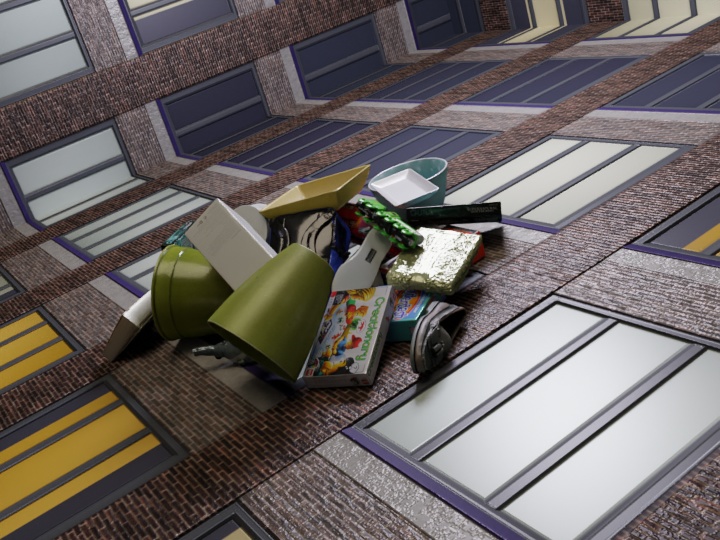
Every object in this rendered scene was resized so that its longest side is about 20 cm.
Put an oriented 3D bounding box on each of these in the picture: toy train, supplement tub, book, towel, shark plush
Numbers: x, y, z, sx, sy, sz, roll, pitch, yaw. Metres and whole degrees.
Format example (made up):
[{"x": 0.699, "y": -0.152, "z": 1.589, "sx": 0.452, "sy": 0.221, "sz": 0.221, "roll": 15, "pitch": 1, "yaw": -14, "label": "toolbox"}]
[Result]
[{"x": 0.057, "y": -0.094, "z": 1.710, "sx": 0.056, "sy": 0.042, "sz": 0.200, "roll": -1, "pitch": 27, "yaw": -35, "label": "toy train"}, {"x": -0.200, "y": -0.067, "z": 1.916, "sx": 0.143, "sy": 0.147, "sz": 0.199, "roll": -5, "pitch": -9, "yaw": 28, "label": "supplement tub"}, {"x": -0.483, "y": 0.101, "z": 1.904, "sx": 0.134, "sy": 0.048, "sz": 0.200, "roll": -49, "pitch": 5, "yaw": 33, "label": "book"}, {"x": 0.144, "y": -0.019, "z": 1.643, "sx": 0.146, "sy": 0.037, "sz": 0.200, "roll": 6, "pitch": 35, "yaw": 23, "label": "towel"}, {"x": -0.224, "y": 0.129, "z": 1.659, "sx": 0.197, "sy": 0.084, "sz": 0.091, "roll": -9, "pitch": 24, "yaw": 21, "label": "shark plush"}]

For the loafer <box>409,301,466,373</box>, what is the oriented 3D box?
[{"x": 0.133, "y": 0.106, "z": 1.459, "sx": 0.062, "sy": 0.073, "sz": 0.200, "roll": -3, "pitch": 24, "yaw": 19, "label": "loafer"}]

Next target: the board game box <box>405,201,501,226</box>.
[{"x": 0.202, "y": -0.119, "z": 1.842, "sx": 0.197, "sy": 0.029, "sz": 0.135, "roll": -3, "pitch": -3, "yaw": 9, "label": "board game box"}]

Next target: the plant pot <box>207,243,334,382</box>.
[{"x": -0.138, "y": 0.060, "z": 1.517, "sx": 0.186, "sy": 0.187, "sz": 0.201, "roll": 14, "pitch": 66, "yaw": 53, "label": "plant pot"}]

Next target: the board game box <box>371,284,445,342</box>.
[{"x": 0.044, "y": 0.079, "z": 1.618, "sx": 0.197, "sy": 0.046, "sz": 0.152, "roll": -6, "pitch": 25, "yaw": 27, "label": "board game box"}]

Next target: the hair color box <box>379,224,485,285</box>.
[{"x": 0.146, "y": -0.019, "z": 1.746, "sx": 0.199, "sy": 0.062, "sz": 0.101, "roll": -32, "pitch": 27, "yaw": -28, "label": "hair color box"}]

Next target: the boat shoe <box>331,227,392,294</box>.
[{"x": 0.000, "y": 0.000, "z": 1.703, "sx": 0.201, "sy": 0.070, "sz": 0.064, "roll": -53, "pitch": 0, "yaw": -38, "label": "boat shoe"}]

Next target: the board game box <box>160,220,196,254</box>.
[{"x": -0.393, "y": 0.007, "z": 1.924, "sx": 0.028, "sy": 0.203, "sz": 0.136, "roll": 7, "pitch": 28, "yaw": 13, "label": "board game box"}]

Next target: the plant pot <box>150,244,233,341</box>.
[{"x": -0.305, "y": 0.048, "z": 1.800, "sx": 0.190, "sy": 0.203, "sz": 0.201, "roll": 0, "pitch": 26, "yaw": 14, "label": "plant pot"}]

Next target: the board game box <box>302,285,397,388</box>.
[{"x": -0.016, "y": 0.115, "z": 1.517, "sx": 0.125, "sy": 0.035, "sz": 0.202, "roll": -7, "pitch": 43, "yaw": 26, "label": "board game box"}]

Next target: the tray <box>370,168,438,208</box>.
[{"x": 0.098, "y": -0.181, "z": 1.938, "sx": 0.106, "sy": 0.022, "sz": 0.200, "roll": -23, "pitch": 24, "yaw": -8, "label": "tray"}]

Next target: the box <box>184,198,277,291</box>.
[{"x": -0.224, "y": -0.024, "z": 1.658, "sx": 0.098, "sy": 0.124, "sz": 0.200, "roll": -46, "pitch": 61, "yaw": 1, "label": "box"}]

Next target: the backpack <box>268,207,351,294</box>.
[{"x": -0.094, "y": -0.002, "z": 1.765, "sx": 0.160, "sy": 0.168, "sz": 0.202, "roll": -12, "pitch": 55, "yaw": 24, "label": "backpack"}]

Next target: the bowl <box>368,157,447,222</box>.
[{"x": 0.126, "y": -0.187, "z": 2.096, "sx": 0.198, "sy": 0.106, "sz": 0.201, "roll": -15, "pitch": 23, "yaw": 6, "label": "bowl"}]

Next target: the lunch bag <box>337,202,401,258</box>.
[{"x": 0.007, "y": -0.097, "z": 1.890, "sx": 0.199, "sy": 0.175, "sz": 0.083, "roll": 19, "pitch": 85, "yaw": 53, "label": "lunch bag"}]

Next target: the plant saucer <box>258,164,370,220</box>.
[{"x": -0.089, "y": -0.156, "z": 1.843, "sx": 0.198, "sy": 0.049, "sz": 0.200, "roll": -13, "pitch": 16, "yaw": 27, "label": "plant saucer"}]
